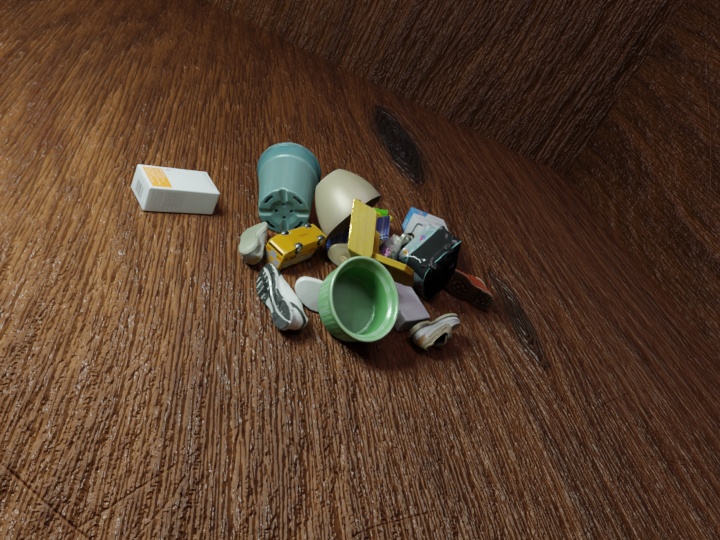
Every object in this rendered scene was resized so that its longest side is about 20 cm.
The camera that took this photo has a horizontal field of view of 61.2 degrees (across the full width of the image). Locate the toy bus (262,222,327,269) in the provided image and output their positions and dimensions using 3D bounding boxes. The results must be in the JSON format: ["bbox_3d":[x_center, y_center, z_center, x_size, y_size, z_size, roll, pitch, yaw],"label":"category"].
[{"bbox_3d":[-0.174,-0.066,1.643,0.065,0.080,0.198,38,30,16],"label":"toy bus"}]

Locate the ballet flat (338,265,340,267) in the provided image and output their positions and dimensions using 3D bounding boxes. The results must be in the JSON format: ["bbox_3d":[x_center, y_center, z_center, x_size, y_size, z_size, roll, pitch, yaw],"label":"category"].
[{"bbox_3d":[0.018,0.054,1.651,0.065,0.071,0.201,-33,74,-28],"label":"ballet flat"}]

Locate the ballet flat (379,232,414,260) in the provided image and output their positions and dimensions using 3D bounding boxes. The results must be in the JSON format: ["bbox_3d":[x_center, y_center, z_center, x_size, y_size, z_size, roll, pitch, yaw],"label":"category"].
[{"bbox_3d":[0.110,-0.078,1.829,0.069,0.072,0.199,40,30,12],"label":"ballet flat"}]

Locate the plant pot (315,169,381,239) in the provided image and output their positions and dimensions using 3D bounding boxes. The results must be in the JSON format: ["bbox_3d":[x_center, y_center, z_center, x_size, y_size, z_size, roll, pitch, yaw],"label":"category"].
[{"bbox_3d":[-0.056,-0.206,1.740,0.136,0.199,0.199,53,32,3],"label":"plant pot"}]

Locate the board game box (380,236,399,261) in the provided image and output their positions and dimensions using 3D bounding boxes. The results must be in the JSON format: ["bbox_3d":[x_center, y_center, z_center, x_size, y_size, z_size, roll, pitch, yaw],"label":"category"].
[{"bbox_3d":[0.044,-0.055,1.859,0.161,0.058,0.202,25,30,-10],"label":"board game box"}]

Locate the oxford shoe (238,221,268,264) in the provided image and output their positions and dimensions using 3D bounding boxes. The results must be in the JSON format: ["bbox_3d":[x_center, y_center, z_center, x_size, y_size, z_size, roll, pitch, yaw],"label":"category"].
[{"bbox_3d":[-0.274,-0.072,1.585,0.201,0.073,0.059,-93,158,-65],"label":"oxford shoe"}]

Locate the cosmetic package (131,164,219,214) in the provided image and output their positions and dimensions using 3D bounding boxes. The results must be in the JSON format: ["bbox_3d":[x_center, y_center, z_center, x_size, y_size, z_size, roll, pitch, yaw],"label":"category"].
[{"bbox_3d":[-0.477,-0.207,1.574,0.196,0.072,0.102,-1,42,-45],"label":"cosmetic package"}]

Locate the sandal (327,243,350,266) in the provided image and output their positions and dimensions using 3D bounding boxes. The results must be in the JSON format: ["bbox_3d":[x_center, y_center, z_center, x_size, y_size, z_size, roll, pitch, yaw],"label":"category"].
[{"bbox_3d":[0.003,-0.005,1.722,0.207,0.079,0.070,28,22,-17],"label":"sandal"}]

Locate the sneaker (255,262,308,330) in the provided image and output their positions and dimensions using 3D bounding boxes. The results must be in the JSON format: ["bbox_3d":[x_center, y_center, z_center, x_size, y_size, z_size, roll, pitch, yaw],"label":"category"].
[{"bbox_3d":[-0.189,0.067,1.454,0.079,0.074,0.203,20,33,-48],"label":"sneaker"}]

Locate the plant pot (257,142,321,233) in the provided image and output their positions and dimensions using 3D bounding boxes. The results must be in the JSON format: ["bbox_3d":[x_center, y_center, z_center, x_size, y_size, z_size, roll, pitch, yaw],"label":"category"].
[{"bbox_3d":[-0.212,-0.227,1.750,0.195,0.202,0.199,20,38,-18],"label":"plant pot"}]

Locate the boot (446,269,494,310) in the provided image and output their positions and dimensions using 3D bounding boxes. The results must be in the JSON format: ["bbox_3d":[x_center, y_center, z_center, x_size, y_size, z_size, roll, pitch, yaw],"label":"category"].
[{"bbox_3d":[0.345,0.045,1.990,0.197,0.076,0.108,33,24,-16],"label":"boot"}]

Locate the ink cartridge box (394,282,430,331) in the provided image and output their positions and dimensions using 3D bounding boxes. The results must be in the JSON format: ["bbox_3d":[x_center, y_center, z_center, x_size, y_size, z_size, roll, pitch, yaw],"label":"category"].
[{"bbox_3d":[0.101,0.070,1.705,0.107,0.051,0.203,-2,51,-45],"label":"ink cartridge box"}]

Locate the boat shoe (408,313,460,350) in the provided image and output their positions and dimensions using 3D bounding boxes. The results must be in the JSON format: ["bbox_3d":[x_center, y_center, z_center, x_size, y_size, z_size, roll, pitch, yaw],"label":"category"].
[{"bbox_3d":[0.214,0.174,1.670,0.196,0.076,0.069,-13,56,-42],"label":"boat shoe"}]

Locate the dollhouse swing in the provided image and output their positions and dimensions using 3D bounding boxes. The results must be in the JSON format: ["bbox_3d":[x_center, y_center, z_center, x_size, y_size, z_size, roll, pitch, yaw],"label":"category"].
[{"bbox_3d":[0.063,-0.070,1.595,0.169,0.188,0.200,5,-14,7],"label":"dollhouse swing"}]

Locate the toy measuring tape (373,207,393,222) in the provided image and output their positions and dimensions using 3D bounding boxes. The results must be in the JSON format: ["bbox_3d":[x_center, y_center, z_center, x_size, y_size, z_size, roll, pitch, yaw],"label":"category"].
[{"bbox_3d":[0.012,-0.174,2.026,0.193,0.076,0.074,8,29,5],"label":"toy measuring tape"}]

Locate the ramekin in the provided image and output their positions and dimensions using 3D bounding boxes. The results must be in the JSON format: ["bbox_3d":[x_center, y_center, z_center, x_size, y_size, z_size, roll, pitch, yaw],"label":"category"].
[{"bbox_3d":[-0.010,0.077,1.481,0.195,0.097,0.208,8,74,-31],"label":"ramekin"}]

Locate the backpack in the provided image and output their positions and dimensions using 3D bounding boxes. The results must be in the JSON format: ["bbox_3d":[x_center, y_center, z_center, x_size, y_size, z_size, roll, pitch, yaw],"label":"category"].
[{"bbox_3d":[0.209,-0.023,1.824,0.176,0.202,0.152,-44,59,-15],"label":"backpack"}]

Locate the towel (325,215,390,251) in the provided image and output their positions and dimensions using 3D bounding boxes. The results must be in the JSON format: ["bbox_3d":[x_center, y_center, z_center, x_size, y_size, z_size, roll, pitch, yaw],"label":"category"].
[{"bbox_3d":[-0.006,-0.110,1.813,0.193,0.024,0.146,-11,28,10],"label":"towel"}]

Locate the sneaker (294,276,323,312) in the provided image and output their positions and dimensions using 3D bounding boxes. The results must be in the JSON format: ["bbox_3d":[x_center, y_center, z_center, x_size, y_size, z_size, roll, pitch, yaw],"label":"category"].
[{"bbox_3d":[-0.086,0.063,1.558,0.196,0.076,0.089,26,17,-25],"label":"sneaker"}]

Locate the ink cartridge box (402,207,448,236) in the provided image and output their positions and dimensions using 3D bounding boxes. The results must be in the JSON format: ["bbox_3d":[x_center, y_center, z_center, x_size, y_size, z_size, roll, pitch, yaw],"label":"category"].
[{"bbox_3d":[0.235,-0.112,2.100,0.141,0.086,0.202,19,31,-20],"label":"ink cartridge box"}]
